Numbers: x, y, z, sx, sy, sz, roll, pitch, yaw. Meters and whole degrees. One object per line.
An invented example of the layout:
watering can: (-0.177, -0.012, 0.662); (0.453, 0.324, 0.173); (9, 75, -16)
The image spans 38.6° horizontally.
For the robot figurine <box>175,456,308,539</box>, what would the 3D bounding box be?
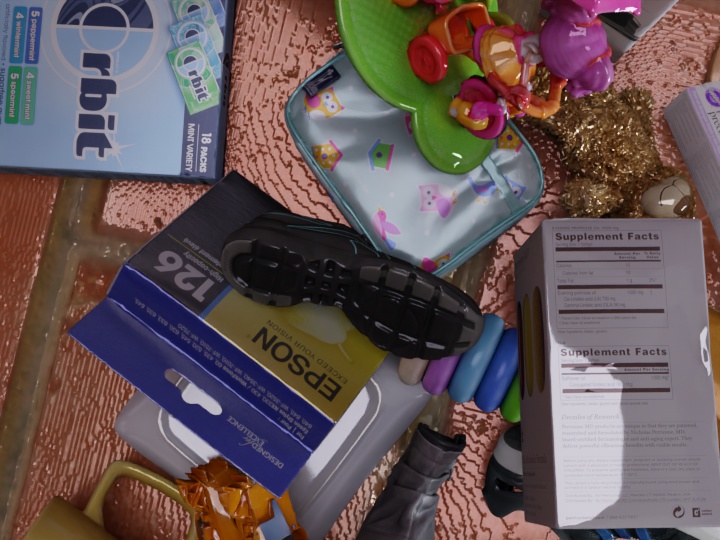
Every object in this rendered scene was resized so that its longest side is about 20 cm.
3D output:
robot figurine: (-0.075, 0.244, 0.778); (0.058, 0.145, 0.201); (-18, 94, -34)

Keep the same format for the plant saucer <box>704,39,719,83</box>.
plant saucer: (0.382, -0.141, 0.832); (0.200, 0.032, 0.201); (0, 87, 2)

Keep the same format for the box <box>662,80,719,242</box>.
box: (0.295, -0.049, 0.794); (0.039, 0.041, 0.201); (-13, 73, -20)

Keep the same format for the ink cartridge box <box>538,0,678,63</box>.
ink cartridge box: (0.218, -0.254, 0.763); (0.084, 0.200, 0.145); (36, 89, 1)

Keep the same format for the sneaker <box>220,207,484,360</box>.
sneaker: (0.000, 0.000, 0.760); (0.199, 0.079, 0.076); (21, 124, 7)

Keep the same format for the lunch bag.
lunch bag: (0.043, -0.100, 0.824); (0.160, 0.077, 0.200); (-34, 86, 1)

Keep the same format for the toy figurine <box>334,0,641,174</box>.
toy figurine: (0.103, -0.160, 0.672); (0.150, 0.184, 0.201); (-29, 110, -32)

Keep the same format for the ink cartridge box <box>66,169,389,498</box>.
ink cartridge box: (-0.080, 0.037, 0.783); (0.197, 0.047, 0.200); (37, 45, 3)

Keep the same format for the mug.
mug: (-0.199, 0.261, 0.789); (0.153, 0.149, 0.187); (29, 97, -4)

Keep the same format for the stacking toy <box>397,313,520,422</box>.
stacking toy: (0.133, 0.088, 0.800); (0.200, 0.085, 0.086); (25, 89, 7)

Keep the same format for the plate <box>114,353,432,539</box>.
plate: (-0.073, 0.112, 0.842); (0.199, 0.032, 0.200); (38, 89, 5)

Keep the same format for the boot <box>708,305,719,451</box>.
boot: (0.256, 0.085, 0.805); (0.201, 0.071, 0.145); (-7, 83, -3)

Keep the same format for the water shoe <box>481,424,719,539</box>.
water shoe: (0.196, 0.186, 0.817); (0.199, 0.072, 0.079); (20, 113, 5)

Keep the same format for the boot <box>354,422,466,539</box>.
boot: (0.035, 0.179, 0.750); (0.070, 0.200, 0.132); (25, 92, -5)

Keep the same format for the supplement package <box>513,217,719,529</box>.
supplement package: (0.171, 0.073, 0.710); (0.109, 0.114, 0.201); (0, 78, -2)

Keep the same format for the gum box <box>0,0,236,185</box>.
gum box: (-0.209, -0.162, 0.857); (0.199, 0.045, 0.171); (4, 87, 2)

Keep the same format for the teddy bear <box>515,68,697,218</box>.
teddy bear: (0.194, -0.098, 0.802); (0.067, 0.145, 0.200); (-34, 79, 43)
